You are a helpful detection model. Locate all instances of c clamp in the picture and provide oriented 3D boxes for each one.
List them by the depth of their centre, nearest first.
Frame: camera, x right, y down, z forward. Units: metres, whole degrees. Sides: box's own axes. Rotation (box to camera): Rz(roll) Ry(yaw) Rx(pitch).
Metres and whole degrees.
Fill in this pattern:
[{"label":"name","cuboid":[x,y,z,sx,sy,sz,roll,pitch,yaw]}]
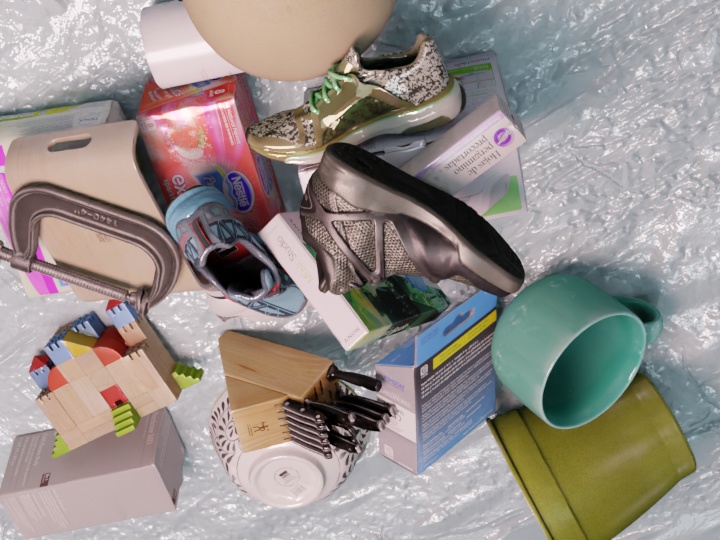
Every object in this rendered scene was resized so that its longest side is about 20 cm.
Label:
[{"label":"c clamp","cuboid":[-0.271,-0.009,1.112,0.200,0.027,0.171,15,130,5]}]

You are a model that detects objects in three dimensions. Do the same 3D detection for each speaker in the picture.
[{"label":"speaker","cuboid":[-0.103,-0.229,1.075,0.200,0.081,0.081,-11,124,7]}]

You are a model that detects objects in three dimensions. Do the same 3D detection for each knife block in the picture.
[{"label":"knife block","cuboid":[-0.060,0.129,1.266,0.175,0.200,0.064,-14,124,-6]}]

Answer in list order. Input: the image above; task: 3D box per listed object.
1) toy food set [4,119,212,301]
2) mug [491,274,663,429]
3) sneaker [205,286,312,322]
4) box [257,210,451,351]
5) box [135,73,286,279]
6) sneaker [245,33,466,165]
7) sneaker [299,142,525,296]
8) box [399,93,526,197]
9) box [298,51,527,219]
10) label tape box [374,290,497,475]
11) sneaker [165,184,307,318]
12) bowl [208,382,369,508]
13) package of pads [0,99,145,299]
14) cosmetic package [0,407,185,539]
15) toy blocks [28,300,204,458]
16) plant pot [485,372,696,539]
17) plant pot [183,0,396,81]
[{"label":"toy food set","cuboid":[-0.241,-0.052,1.118,0.143,0.060,0.200,-5,131,21]},{"label":"mug","cuboid":[0.231,0.083,1.266,0.185,0.114,0.152,12,111,-44]},{"label":"sneaker","cuboid":[-0.073,0.013,1.254,0.200,0.076,0.081,-6,136,8]},{"label":"box","cuboid":[0.000,0.000,1.134,0.036,0.200,0.144,-44,76,26]},{"label":"box","cuboid":[-0.144,-0.099,1.153,0.102,0.095,0.200,-11,124,5]},{"label":"sneaker","cuboid":[-0.011,-0.160,1.006,0.200,0.077,0.089,-17,127,2]},{"label":"sneaker","cuboid":[0.036,-0.016,0.965,0.199,0.076,0.114,26,119,-10]},{"label":"box","cuboid":[0.053,-0.075,0.994,0.200,0.041,0.039,-37,114,19]},{"label":"box","cuboid":[0.048,-0.119,1.094,0.200,0.177,0.097,-11,124,5]},{"label":"label tape box","cuboid":[0.086,0.107,1.270,0.063,0.144,0.200,26,134,35]},{"label":"sneaker","cuboid":[-0.111,0.007,1.091,0.079,0.096,0.200,-39,138,8]},{"label":"bowl","cuboid":[-0.088,0.224,1.376,0.200,0.094,0.201,0,124,0]},{"label":"package of pads","cuboid":[-0.297,-0.072,1.185,0.154,0.068,0.200,-9,124,5]},{"label":"cosmetic package","cuboid":[-0.321,0.245,1.379,0.200,0.107,0.090,-15,124,7]},{"label":"toy blocks","cuboid":[-0.303,0.113,1.308,0.200,0.100,0.137,-26,109,15]},{"label":"plant pot","cuboid":[0.278,0.218,1.336,0.193,0.200,0.200,-29,121,3]},{"label":"plant pot","cuboid":[-0.069,-0.268,0.963,0.200,0.134,0.201,0,92,5]}]
